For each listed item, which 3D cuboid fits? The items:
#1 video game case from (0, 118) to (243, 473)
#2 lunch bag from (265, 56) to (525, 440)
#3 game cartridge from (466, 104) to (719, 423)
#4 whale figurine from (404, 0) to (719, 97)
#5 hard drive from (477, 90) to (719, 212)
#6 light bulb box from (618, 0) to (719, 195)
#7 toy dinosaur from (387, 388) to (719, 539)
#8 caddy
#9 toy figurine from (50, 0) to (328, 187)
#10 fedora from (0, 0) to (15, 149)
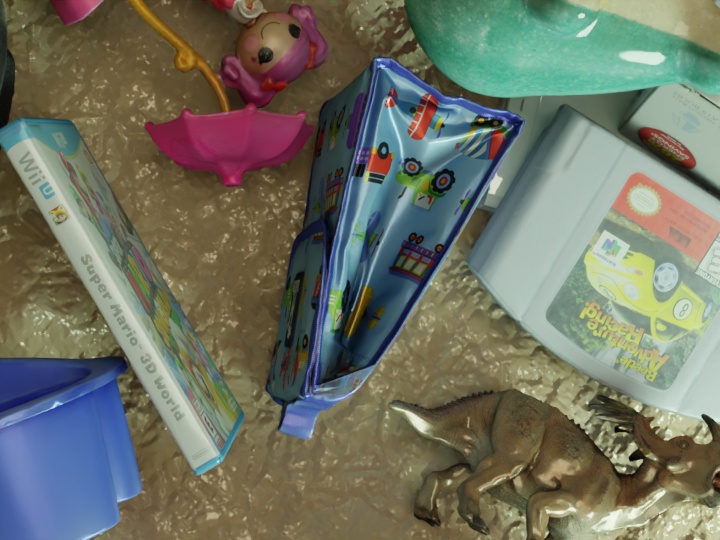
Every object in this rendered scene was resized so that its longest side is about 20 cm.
[{"bbox_3d":[-0.126,0.008,0.952,0.018,0.143,0.201,-30,93,3],"label":"video game case"},{"bbox_3d":[0.000,0.000,0.983,0.093,0.151,0.202,22,81,-10],"label":"lunch bag"},{"bbox_3d":[0.171,0.006,1.063,0.199,0.041,0.134,29,100,-13],"label":"game cartridge"},{"bbox_3d":[0.115,-0.128,0.923,0.199,0.159,0.104,25,104,8],"label":"whale figurine"},{"bbox_3d":[0.182,-0.077,1.094,0.198,0.026,0.133,15,83,-11],"label":"hard drive"},{"bbox_3d":[0.293,-0.127,1.033,0.197,0.125,0.201,32,79,1],"label":"light bulb box"},{"bbox_3d":[0.114,0.111,1.041,0.199,0.086,0.136,31,73,3],"label":"toy dinosaur"},{"bbox_3d":[-0.211,0.101,0.924,0.198,0.141,0.106,-19,94,4],"label":"caddy"},{"bbox_3d":[-0.086,-0.146,0.997,0.200,0.150,0.185,-42,108,-22],"label":"toy figurine"},{"bbox_3d":[-0.253,-0.082,0.946,0.199,0.092,0.203,-7,73,23],"label":"fedora"}]
